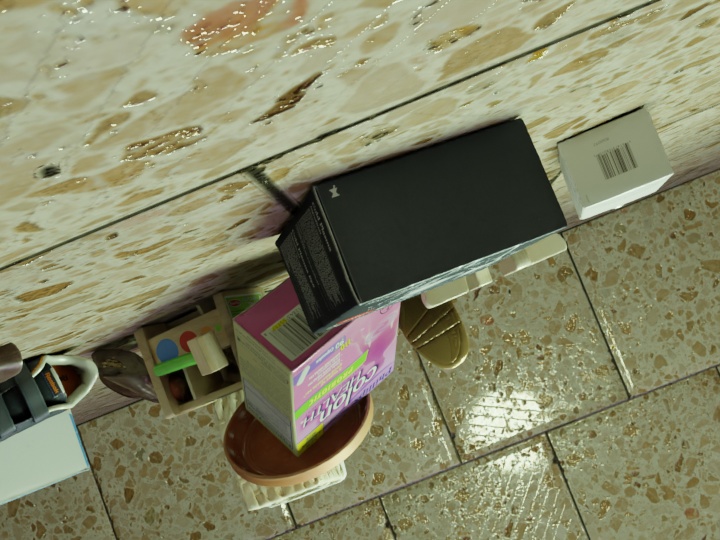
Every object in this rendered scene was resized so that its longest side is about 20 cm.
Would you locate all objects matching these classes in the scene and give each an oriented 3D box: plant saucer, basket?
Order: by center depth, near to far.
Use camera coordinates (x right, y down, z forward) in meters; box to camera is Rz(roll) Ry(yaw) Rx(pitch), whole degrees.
[{"bbox_3d":[-0.078,0.201,1.082,0.200,0.032,0.200,-14,-149,9],"label":"plant saucer"},{"bbox_3d":[-0.124,0.238,1.226,0.135,0.200,0.123,-23,168,11],"label":"basket"}]

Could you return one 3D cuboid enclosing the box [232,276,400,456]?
[{"bbox_3d":[-0.047,0.092,0.994,0.176,0.097,0.200,-38,153,-28],"label":"box"}]

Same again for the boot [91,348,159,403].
[{"bbox_3d":[-0.347,0.145,1.216,0.186,0.064,0.200,10,166,19],"label":"boot"}]

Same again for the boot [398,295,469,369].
[{"bbox_3d":[0.064,0.039,1.093,0.073,0.200,0.155,-42,176,0],"label":"boot"}]

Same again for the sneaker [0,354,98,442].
[{"bbox_3d":[-0.398,0.148,0.974,0.079,0.079,0.200,-20,-172,40],"label":"sneaker"}]

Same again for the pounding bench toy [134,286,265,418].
[{"bbox_3d":[-0.212,0.111,1.084,0.156,0.124,0.200,-23,175,17],"label":"pounding bench toy"}]

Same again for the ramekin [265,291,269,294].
[{"bbox_3d":[-0.171,0.105,1.302,0.200,0.105,0.200,-21,176,-2],"label":"ramekin"}]

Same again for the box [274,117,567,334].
[{"bbox_3d":[0.045,-0.033,0.754,0.200,0.104,0.182,-20,174,-17],"label":"box"}]

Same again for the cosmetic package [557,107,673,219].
[{"bbox_3d":[0.302,-0.121,1.011,0.108,0.085,0.200,-22,176,12],"label":"cosmetic package"}]

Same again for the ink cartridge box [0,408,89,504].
[{"bbox_3d":[-0.480,0.233,1.111,0.145,0.147,0.200,-17,173,-41],"label":"ink cartridge box"}]

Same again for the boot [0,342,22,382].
[{"bbox_3d":[-0.399,0.124,0.717,0.200,0.072,0.166,-30,169,39],"label":"boot"}]

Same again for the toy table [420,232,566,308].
[{"bbox_3d":[0.135,-0.041,0.981,0.200,0.117,0.184,-23,175,-1],"label":"toy table"}]
